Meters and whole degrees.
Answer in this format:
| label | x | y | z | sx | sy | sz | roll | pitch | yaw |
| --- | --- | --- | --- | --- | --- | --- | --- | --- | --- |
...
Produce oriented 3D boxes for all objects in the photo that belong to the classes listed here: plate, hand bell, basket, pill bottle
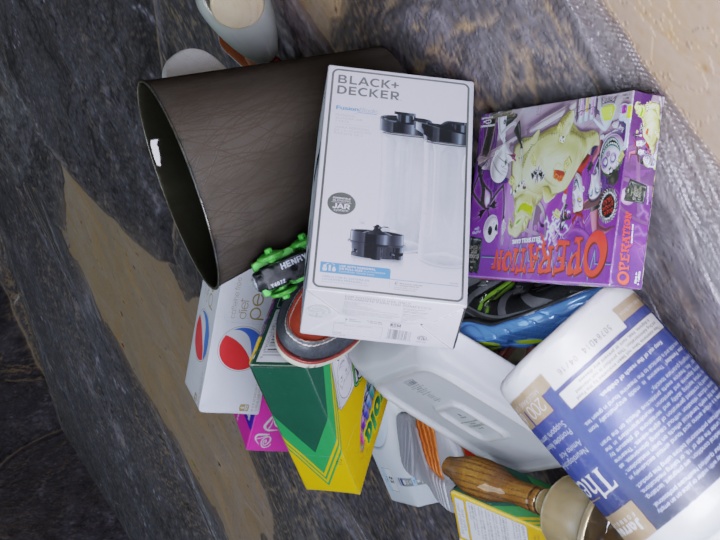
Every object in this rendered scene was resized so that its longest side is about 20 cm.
| label | x | y | z | sx | sy | sz | roll | pitch | yaw |
| --- | --- | --- | --- | --- | --- | --- | --- | --- | --- |
| plate | 0.093 | 0.109 | 1.155 | 0.199 | 0.033 | 0.199 | 32 | 162 | -9 |
| hand bell | 0.134 | 0.174 | 1.116 | 0.199 | 0.104 | 0.105 | 15 | 128 | 51 |
| basket | -0.059 | -0.101 | 1.183 | 0.182 | 0.198 | 0.136 | 65 | 162 | 16 |
| pill bottle | 0.192 | 0.115 | 0.932 | 0.200 | 0.111 | 0.111 | 49 | 157 | 10 |

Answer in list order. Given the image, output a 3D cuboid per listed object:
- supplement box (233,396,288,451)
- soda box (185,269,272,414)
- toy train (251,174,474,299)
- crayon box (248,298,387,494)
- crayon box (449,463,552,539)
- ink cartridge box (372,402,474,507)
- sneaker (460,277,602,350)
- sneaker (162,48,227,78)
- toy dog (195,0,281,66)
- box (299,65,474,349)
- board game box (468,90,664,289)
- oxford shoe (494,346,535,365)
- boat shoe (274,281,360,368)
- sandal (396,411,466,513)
| label | x | y | z | sx | sy | sz | roll | pitch | yaw |
| --- | --- | --- | --- | --- | --- | --- | --- | --- | --- |
| supplement box | -0.083 | 0.091 | 1.512 | 0.200 | 0.102 | 0.102 | -122 | 42 | -55 |
| soda box | -0.116 | 0.033 | 1.384 | 0.068 | 0.063 | 0.202 | -131 | 49 | -62 |
| toy train | 0.004 | -0.031 | 1.135 | 0.056 | 0.198 | 0.042 | -153 | 39 | -77 |
| crayon box | -0.020 | 0.064 | 1.283 | 0.058 | 0.201 | 0.173 | 0 | 136 | 21 |
| crayon box | 0.172 | 0.244 | 1.174 | 0.199 | 0.051 | 0.127 | 19 | 133 | 38 |
| ink cartridge box | 0.052 | 0.155 | 1.430 | 0.162 | 0.047 | 0.200 | 68 | 162 | -5 |
| sneaker | 0.116 | 0.015 | 1.070 | 0.199 | 0.070 | 0.084 | -8 | 76 | 58 |
| sneaker | -0.103 | -0.102 | 1.290 | 0.201 | 0.075 | 0.089 | 52 | 158 | 11 |
| toy dog | -0.123 | -0.210 | 1.340 | 0.132 | 0.095 | 0.202 | -80 | -16 | -69 |
| box | 0.021 | -0.049 | 1.054 | 0.060 | 0.115 | 0.202 | 100 | 177 | -57 |
| board game box | 0.129 | -0.051 | 0.964 | 0.200 | 0.032 | 0.122 | -178 | 91 | -67 |
| oxford shoe | 0.092 | 0.058 | 1.227 | 0.074 | 0.071 | 0.200 | 47 | 171 | -33 |
| boat shoe | 0.000 | 0.000 | 1.185 | 0.071 | 0.200 | 0.063 | 38 | 143 | 10 |
| sandal | 0.082 | 0.160 | 1.320 | 0.207 | 0.059 | 0.080 | -158 | 59 | -76 |
